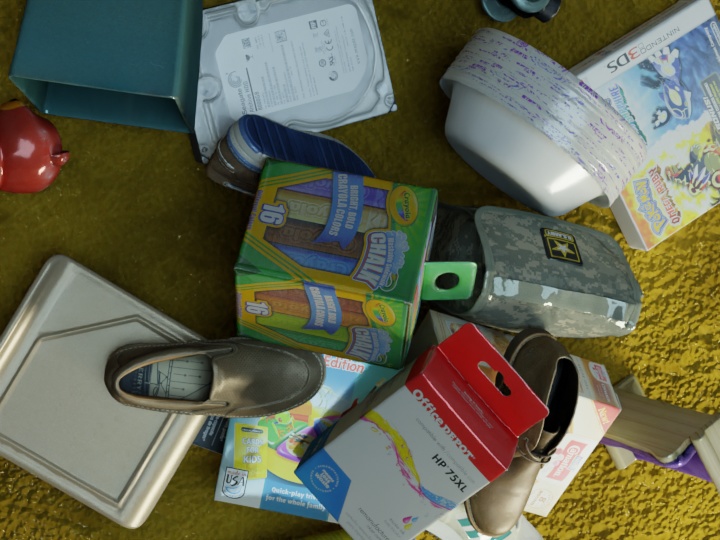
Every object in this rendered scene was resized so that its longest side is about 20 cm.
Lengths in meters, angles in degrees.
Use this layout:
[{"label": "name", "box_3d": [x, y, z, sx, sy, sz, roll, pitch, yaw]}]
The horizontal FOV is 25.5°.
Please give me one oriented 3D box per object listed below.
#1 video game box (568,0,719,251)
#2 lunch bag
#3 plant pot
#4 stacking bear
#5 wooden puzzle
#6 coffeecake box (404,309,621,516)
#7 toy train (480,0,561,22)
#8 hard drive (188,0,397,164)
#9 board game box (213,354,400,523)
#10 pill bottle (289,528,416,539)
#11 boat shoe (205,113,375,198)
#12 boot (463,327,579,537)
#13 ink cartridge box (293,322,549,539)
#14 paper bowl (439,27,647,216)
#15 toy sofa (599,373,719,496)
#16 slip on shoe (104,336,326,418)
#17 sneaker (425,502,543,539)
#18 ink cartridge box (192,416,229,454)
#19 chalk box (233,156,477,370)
[{"label": "video game box", "box_3d": [0.313, -0.151, 1.620, 0.182, 0.047, 0.200, -32, 106, -10]}, {"label": "lunch bag", "box_3d": [0.158, 0.005, 1.506, 0.163, 0.200, 0.118, 12, 94, -19]}, {"label": "plant pot", "box_3d": [-0.204, -0.238, 1.370, 0.141, 0.141, 0.201, 8, 83, 1]}, {"label": "stacking bear", "box_3d": [-0.356, -0.097, 1.372, 0.199, 0.121, 0.114, -10, 98, -25]}, {"label": "wooden puzzle", "box_3d": [-0.240, 0.110, 1.446, 0.200, 0.037, 0.185, 31, 89, -11]}, {"label": "coffeecake box", "box_3d": [0.126, 0.142, 1.549, 0.199, 0.073, 0.154, 17, 121, -20]}, {"label": "toy train", "box_3d": [0.120, -0.320, 1.516, 0.200, 0.085, 0.114, 29, 78, -20]}, {"label": "hard drive", "box_3d": [-0.074, -0.192, 1.488, 0.199, 0.038, 0.140, -16, 102, -15]}, {"label": "board game box", "box_3d": [-0.045, 0.127, 1.481, 0.150, 0.047, 0.201, 11, 92, -4]}, {"label": "pill bottle", "box_3d": [-0.043, 0.312, 1.526, 0.199, 0.114, 0.115, -9, 100, -18]}, {"label": "boat shoe", "box_3d": [-0.061, -0.088, 1.480, 0.072, 0.072, 0.200, -36, 141, 30]}, {"label": "boot", "box_3d": [0.146, 0.157, 1.437, 0.073, 0.075, 0.201, 8, 104, -24]}, {"label": "ink cartridge box", "box_3d": [0.054, 0.151, 1.396, 0.200, 0.067, 0.116, -40, 95, 23]}, {"label": "paper bowl", "box_3d": [0.160, -0.127, 1.488, 0.201, 0.201, 0.104, 39, 87, -19]}, {"label": "toy sofa", "box_3d": [0.302, 0.175, 1.579, 0.097, 0.200, 0.083, -35, 107, -18]}, {"label": "slip on shoe", "box_3d": [-0.127, 0.094, 1.414, 0.199, 0.061, 0.076, 4, 93, -10]}, {"label": "sneaker", "box_3d": [0.123, 0.225, 1.519, 0.200, 0.070, 0.093, 35, 122, -26]}, {"label": "ink cartridge box", "box_3d": [-0.142, 0.120, 1.509, 0.199, 0.037, 0.095, 22, 90, -22]}, {"label": "chalk box", "box_3d": [0.000, 0.000, 1.393, 0.199, 0.125, 0.124, 12, 58, 6]}]
